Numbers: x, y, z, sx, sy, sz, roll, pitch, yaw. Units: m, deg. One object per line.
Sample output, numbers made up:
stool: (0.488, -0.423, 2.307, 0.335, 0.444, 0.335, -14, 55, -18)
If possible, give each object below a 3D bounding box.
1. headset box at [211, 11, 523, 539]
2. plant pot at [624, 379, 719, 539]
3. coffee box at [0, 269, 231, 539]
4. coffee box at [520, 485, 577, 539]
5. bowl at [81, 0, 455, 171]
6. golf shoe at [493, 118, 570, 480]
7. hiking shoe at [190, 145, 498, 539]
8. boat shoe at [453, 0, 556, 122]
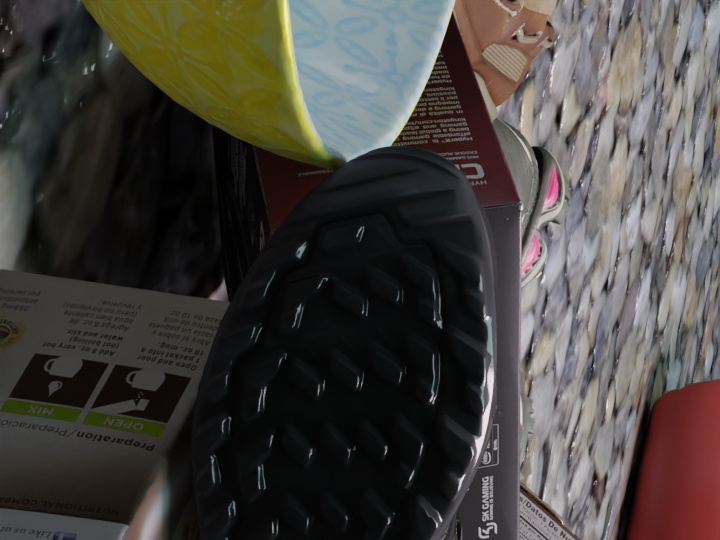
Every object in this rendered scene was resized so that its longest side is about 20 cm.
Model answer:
headset box: (0.000, 0.000, 0.834, 0.200, 0.075, 0.149, -105, -170, -54)
plant pot: (0.283, 0.184, 1.974, 0.201, 0.200, 0.178, 63, 29, -66)
coffee box: (-0.092, 0.106, 0.680, 0.200, 0.079, 0.115, -64, 157, -51)
coffee box: (0.009, 0.163, 0.988, 0.114, 0.080, 0.200, -50, -179, 27)
bowl: (-0.038, -0.131, 0.696, 0.200, 0.107, 0.201, 9, 90, -76)
golf shoe: (0.030, 0.025, 1.155, 0.088, 0.077, 0.201, 37, 57, -53)
hiking shoe: (-0.008, 0.060, 0.713, 0.101, 0.075, 0.201, -74, 176, -76)
boat shoe: (0.036, -0.109, 1.023, 0.072, 0.076, 0.200, -44, 170, -2)
